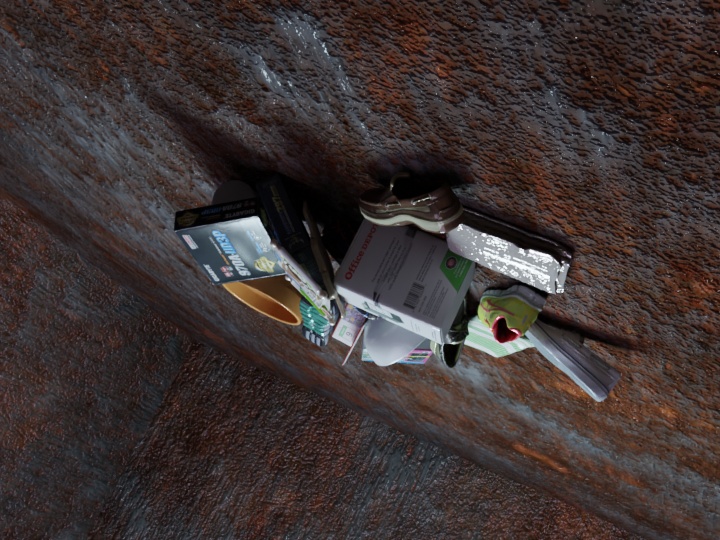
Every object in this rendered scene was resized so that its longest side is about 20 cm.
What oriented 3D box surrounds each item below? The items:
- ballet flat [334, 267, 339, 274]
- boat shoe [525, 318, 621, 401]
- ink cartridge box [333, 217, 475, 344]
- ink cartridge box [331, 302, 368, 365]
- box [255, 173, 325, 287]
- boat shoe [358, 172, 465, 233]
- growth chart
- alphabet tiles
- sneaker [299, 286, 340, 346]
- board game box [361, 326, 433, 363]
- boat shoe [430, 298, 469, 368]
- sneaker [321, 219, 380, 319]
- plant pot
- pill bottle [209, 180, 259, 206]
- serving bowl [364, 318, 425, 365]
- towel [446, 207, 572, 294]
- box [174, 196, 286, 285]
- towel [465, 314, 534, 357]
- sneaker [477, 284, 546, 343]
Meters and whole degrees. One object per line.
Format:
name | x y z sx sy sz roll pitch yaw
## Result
ballet flat | 0.030 0.060 1.699 0.198 0.064 0.069 26 164 5
boat shoe | 0.367 0.140 1.400 0.200 0.067 0.074 45 175 21
ink cartridge box | 0.075 0.010 1.335 0.198 0.147 0.084 23 163 17
ink cartridge box | -0.009 0.082 1.551 0.050 0.200 0.110 27 122 1
box | -0.119 -0.059 1.453 0.159 0.051 0.200 64 179 24
boat shoe | 0.066 -0.110 1.152 0.201 0.075 0.075 11 134 47
growth chart | -0.097 0.018 1.339 0.145 0.018 0.200 44 169 12
alphabet tiles | -0.066 -0.021 1.389 0.200 0.014 0.198 -106 -4 -75
sneaker | -0.068 0.065 1.515 0.074 0.088 0.201 31 152 7
board game box | 0.077 0.153 1.697 0.145 0.065 0.200 3 168 0
boat shoe | 0.177 0.110 1.511 0.066 0.071 0.202 56 156 34
sneaker | 0.000 0.000 1.445 0.202 0.075 0.078 67 -169 24
plant pot | -0.191 0.010 1.765 0.198 0.141 0.200 25 164 8
pill bottle | -0.237 -0.099 1.561 0.111 0.113 0.200 25 163 6
serving bowl | 0.073 0.075 1.450 0.066 0.201 0.200 41 160 -16
towel | 0.216 -0.028 1.191 0.198 0.035 0.133 23 162 18
box | -0.232 -0.050 1.472 0.157 0.046 0.201 -9 148 8
towel | 0.256 0.133 1.588 0.151 0.024 0.200 22 164 -12
sneaker | 0.245 0.084 1.381 0.078 0.091 0.200 27 165 -4
